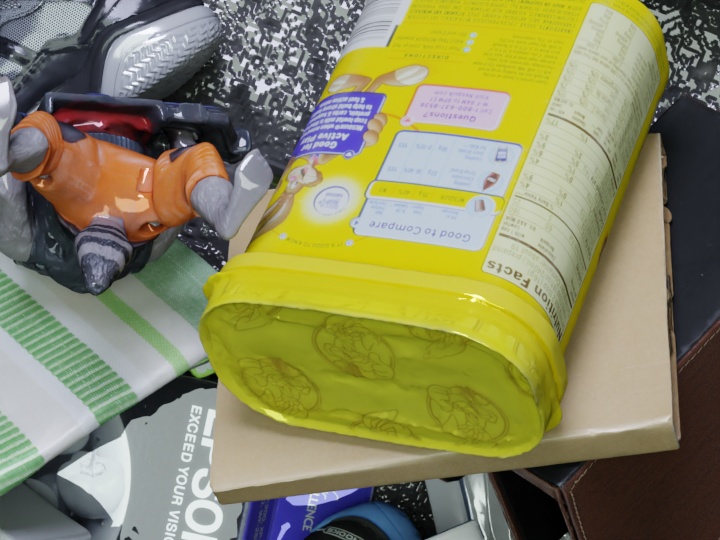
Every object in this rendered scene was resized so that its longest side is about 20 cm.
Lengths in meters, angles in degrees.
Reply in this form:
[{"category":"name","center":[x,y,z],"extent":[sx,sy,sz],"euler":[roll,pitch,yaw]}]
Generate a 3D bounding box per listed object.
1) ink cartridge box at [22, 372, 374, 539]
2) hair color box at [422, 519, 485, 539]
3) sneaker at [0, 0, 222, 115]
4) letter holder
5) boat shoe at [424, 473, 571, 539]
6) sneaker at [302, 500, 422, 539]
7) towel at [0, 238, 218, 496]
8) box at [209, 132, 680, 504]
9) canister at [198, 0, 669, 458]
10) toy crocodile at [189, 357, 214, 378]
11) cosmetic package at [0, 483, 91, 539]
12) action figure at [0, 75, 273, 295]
[{"category":"ink cartridge box","center":[-0.103,0.145,1.193],"extent":[0.200,0.043,0.198],"euler":[12,94,3]},{"category":"hair color box","center":[0.044,0.222,1.083],"extent":[0.100,0.061,0.200],"euler":[-22,78,-1]},{"category":"sneaker","center":[-0.174,-0.103,1.171],"extent":[0.200,0.075,0.114],"euler":[-31,87,3]},{"category":"letter holder","center":[0.133,0.048,1.115],"extent":[0.101,0.142,0.200],"euler":[31,66,37]},{"category":"boat shoe","center":[0.072,0.119,1.159],"extent":[0.065,0.074,0.200],"euler":[-16,93,10]},{"category":"sneaker","center":[0.020,0.210,1.156],"extent":[0.083,0.071,0.200],"euler":[-22,75,-7]},{"category":"towel","center":[-0.168,0.036,1.120],"extent":[0.200,0.023,0.153],"euler":[-34,51,-24]},{"category":"box","center":[0.037,0.020,1.062],"extent":[0.200,0.021,0.164],"euler":[-8,49,13]},{"category":"canister","center":[0.038,-0.031,1.032],"extent":[0.148,0.087,0.200],"euler":[8,53,24]},{"category":"toy crocodile","center":[0.000,0.000,1.159],"extent":[0.200,0.068,0.062],"euler":[-23,91,1]},{"category":"cosmetic package","center":[-0.238,0.114,1.159],"extent":[0.200,0.074,0.102],"euler":[32,101,21]},{"category":"action figure","center":[-0.140,-0.031,1.054],"extent":[0.200,0.193,0.105],"euler":[2,83,-11]}]
